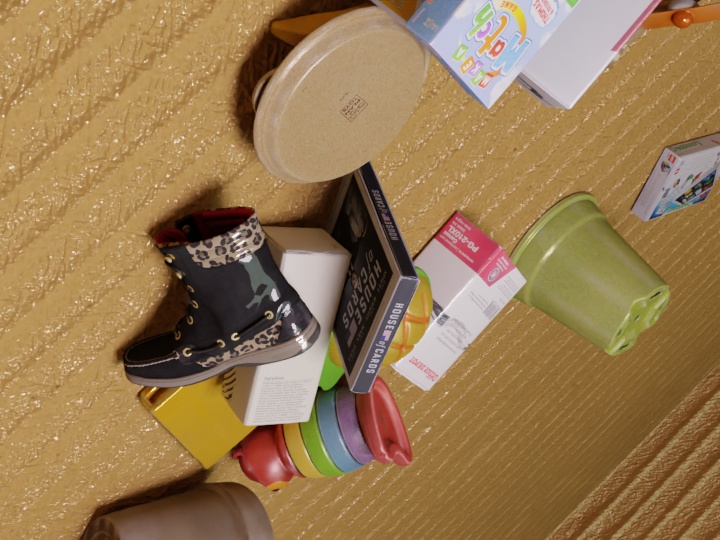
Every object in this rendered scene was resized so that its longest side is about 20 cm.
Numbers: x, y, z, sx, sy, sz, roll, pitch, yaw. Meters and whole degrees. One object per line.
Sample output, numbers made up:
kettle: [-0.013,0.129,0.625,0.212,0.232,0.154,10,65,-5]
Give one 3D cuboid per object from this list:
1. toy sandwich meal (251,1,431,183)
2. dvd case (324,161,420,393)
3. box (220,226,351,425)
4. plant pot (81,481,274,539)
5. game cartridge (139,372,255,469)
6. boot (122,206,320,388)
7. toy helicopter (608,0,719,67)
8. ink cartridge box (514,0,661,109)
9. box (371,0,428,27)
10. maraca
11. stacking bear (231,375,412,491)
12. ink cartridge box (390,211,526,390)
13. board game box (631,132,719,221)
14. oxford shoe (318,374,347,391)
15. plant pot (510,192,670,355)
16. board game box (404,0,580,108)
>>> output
toy sandwich meal: [-0.021,-0.167,0.971,0.205,0.070,0.205,-29,147,-21]
dvd case: [0.000,0.000,1.082,0.025,0.200,0.150,6,127,-21]
box: [-0.079,0.058,1.111,0.082,0.068,0.200,2,114,-33]
plant pot: [-0.224,0.344,1.244,0.173,0.200,0.200,10,120,-39]
game cartridge: [-0.144,0.129,1.219,0.176,0.032,0.200,-41,154,-12]
boot: [-0.153,0.027,1.009,0.200,0.073,0.151,-11,122,17]
toy helicopter: [0.345,-0.303,1.248,0.079,0.132,0.200,26,126,-32]
ink cartridge box: [0.212,-0.242,1.074,0.145,0.083,0.200,-51,-177,10]
box: [0.093,-0.299,0.913,0.200,0.101,0.113,-29,148,-30]
maraca: [0.002,0.069,1.258,0.200,0.107,0.137,-37,143,-8]
stacking bear: [-0.056,0.208,1.314,0.200,0.114,0.121,-20,162,15]
ink cartridge box: [0.105,0.044,1.390,0.200,0.084,0.145,-48,152,1]
board game box: [0.537,-0.156,1.780,0.200,0.035,0.126,-17,139,-43]
oxford shoe: [-0.030,0.188,1.408,0.071,0.071,0.200,-33,147,-21]
plant pot: [0.341,0.019,1.578,0.200,0.184,0.200,-34,150,-23]
board game box: [0.138,-0.245,0.898,0.200,0.037,0.151,-49,154,8]
